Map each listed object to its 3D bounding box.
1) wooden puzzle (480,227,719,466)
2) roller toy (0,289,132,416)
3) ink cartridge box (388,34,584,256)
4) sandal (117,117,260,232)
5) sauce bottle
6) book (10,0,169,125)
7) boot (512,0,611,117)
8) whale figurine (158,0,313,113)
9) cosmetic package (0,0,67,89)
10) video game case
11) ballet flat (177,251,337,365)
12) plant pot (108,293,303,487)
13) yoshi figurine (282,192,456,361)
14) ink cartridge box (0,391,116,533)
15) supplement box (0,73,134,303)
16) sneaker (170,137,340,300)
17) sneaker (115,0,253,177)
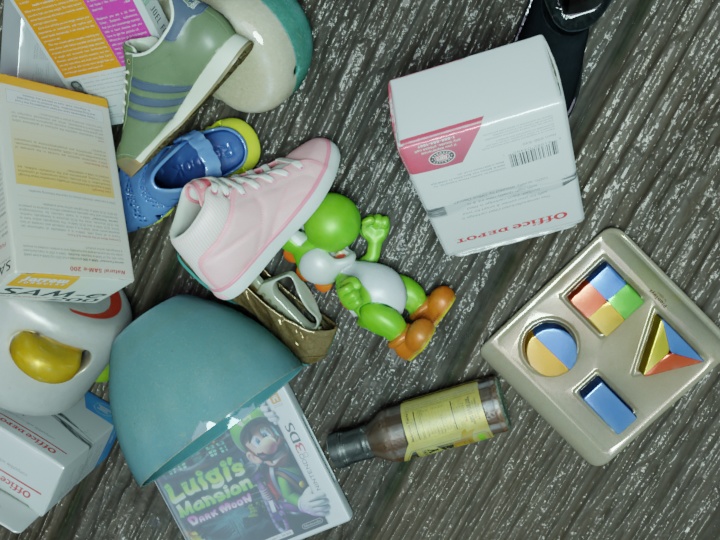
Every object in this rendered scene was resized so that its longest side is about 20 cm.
[{"bbox_3d":[0.255,0.086,0.925,0.185,0.046,0.200,45,105,-2],"label":"wooden puzzle"},{"bbox_3d":[-0.343,0.047,0.938,0.182,0.200,0.140,41,104,5],"label":"roller toy"},{"bbox_3d":[0.122,-0.106,0.827,0.145,0.200,0.085,-14,58,12],"label":"ink cartridge box"},{"bbox_3d":[-0.206,-0.100,0.940,0.200,0.087,0.080,-29,98,15],"label":"sandal"},{"bbox_3d":[0.062,0.170,0.966,0.199,0.065,0.065,-18,98,14],"label":"sauce bottle"},{"bbox_3d":[-0.251,-0.236,0.867,0.133,0.048,0.200,-3,133,23],"label":"book"},{"bbox_3d":[0.179,-0.220,0.810,0.076,0.168,0.201,12,104,6],"label":"boot"},{"bbox_3d":[-0.134,-0.247,0.898,0.200,0.104,0.159,30,145,22],"label":"whale figurine"},{"bbox_3d":[-0.324,-0.261,0.922,0.051,0.082,0.201,20,107,41],"label":"cosmetic package"},{"bbox_3d":[-0.135,0.242,1.031,0.199,0.023,0.182,-24,97,13],"label":"video game case"},{"bbox_3d":[-0.102,0.018,0.952,0.200,0.068,0.072,42,119,-3],"label":"ballet flat"},{"bbox_3d":[-0.177,0.104,0.907,0.200,0.200,0.135,-38,84,14],"label":"plant pot"},{"bbox_3d":[0.004,-0.007,0.921,0.200,0.112,0.112,36,89,3],"label":"yoshi figurine"},{"bbox_3d":[-0.352,0.187,0.963,0.116,0.200,0.067,30,104,1],"label":"ink cartridge box"},{"bbox_3d":[-0.303,-0.075,0.858,0.073,0.126,0.201,-24,70,37],"label":"supplement box"},{"bbox_3d":[-0.108,-0.077,0.886,0.105,0.075,0.200,45,75,-30],"label":"sneaker"},{"bbox_3d":[-0.191,-0.180,0.843,0.090,0.067,0.200,44,125,-11],"label":"sneaker"}]
